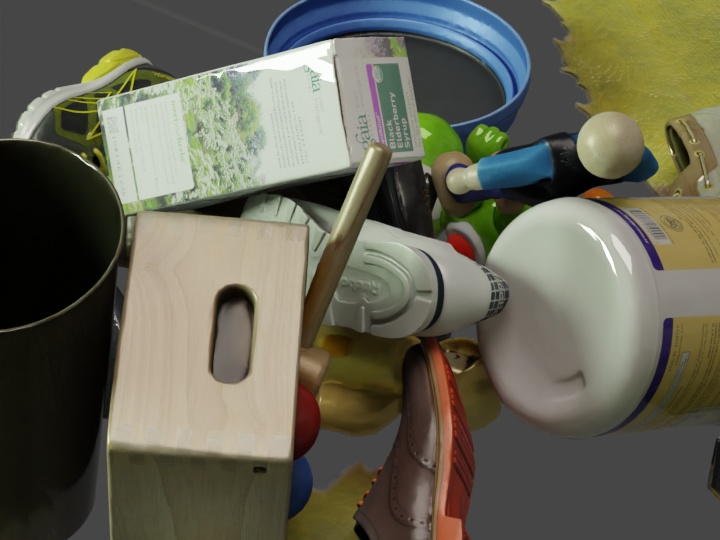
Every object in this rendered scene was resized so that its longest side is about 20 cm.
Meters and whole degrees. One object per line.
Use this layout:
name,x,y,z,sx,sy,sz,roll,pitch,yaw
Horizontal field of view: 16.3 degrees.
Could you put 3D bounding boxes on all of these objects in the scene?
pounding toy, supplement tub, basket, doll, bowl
pounding toy,-0.064,0.052,1.438,0.142,0.184,0.200,5,57,-1
supplement tub,0.186,0.026,1.551,0.200,0.146,0.145,-1,33,-41
basket,-0.207,0.055,1.447,0.136,0.200,0.181,7,38,1
doll,0.113,-0.062,1.543,0.136,0.049,0.200,-4,-3,-24
bowl,0.027,-0.146,1.872,0.200,0.039,0.201,3,37,-3

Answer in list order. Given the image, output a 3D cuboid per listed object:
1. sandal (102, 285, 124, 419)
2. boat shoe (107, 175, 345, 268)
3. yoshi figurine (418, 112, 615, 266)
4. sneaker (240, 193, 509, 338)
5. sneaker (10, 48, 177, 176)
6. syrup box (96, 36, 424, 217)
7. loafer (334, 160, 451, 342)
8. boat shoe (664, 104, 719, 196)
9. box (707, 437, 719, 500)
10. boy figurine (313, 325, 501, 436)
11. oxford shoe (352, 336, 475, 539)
sandal,-0.181,0.019,1.610,0.043,0.076,0.200,12,29,-39
boat shoe,-0.096,-0.036,1.697,0.199,0.073,0.065,-2,-2,10
yoshi figurine,0.082,-0.056,1.718,0.200,0.113,0.112,16,23,18
sneaker,0.000,0.000,1.548,0.080,0.077,0.200,-5,19,-42
sneaker,-0.176,-0.093,1.748,0.084,0.075,0.200,19,39,17
syrup box,-0.064,-0.089,1.578,0.200,0.079,0.081,-11,-1,36
loafer,0.026,-0.043,1.631,0.072,0.200,0.073,-21,6,-33
boat shoe,0.245,-0.044,1.749,0.066,0.074,0.200,-5,35,7
box,0.333,0.152,1.514,0.159,0.049,0.200,-19,44,-25
boy figurine,-0.010,0.060,1.580,0.200,0.065,0.124,15,35,16
oxford shoe,0.028,0.124,1.469,0.072,0.071,0.200,-10,51,12
